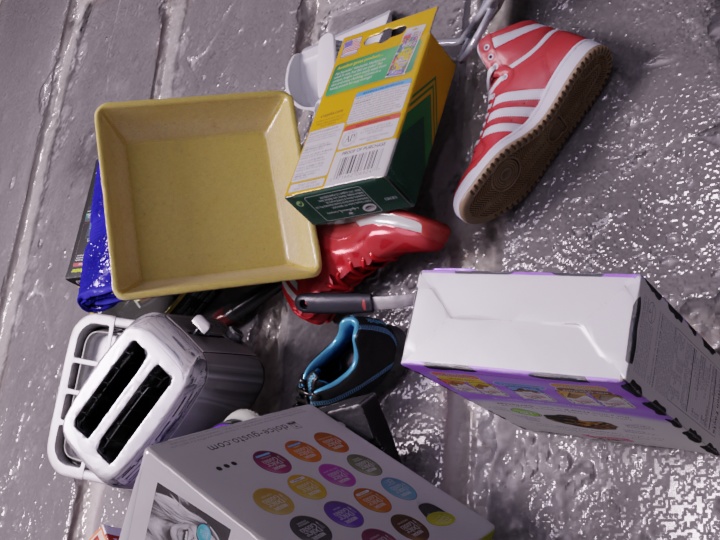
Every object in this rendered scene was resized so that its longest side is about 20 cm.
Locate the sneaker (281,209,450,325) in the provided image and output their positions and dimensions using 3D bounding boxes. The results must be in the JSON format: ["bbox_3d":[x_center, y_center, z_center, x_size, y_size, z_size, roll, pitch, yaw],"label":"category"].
[{"bbox_3d":[0.000,0.000,0.961,0.198,0.078,0.118,5,84,46],"label":"sneaker"}]

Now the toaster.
[{"bbox_3d":[-0.192,0.130,0.938,0.113,0.129,0.201,40,94,25],"label":"toaster"}]

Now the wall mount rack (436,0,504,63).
[{"bbox_3d":[0.107,-0.293,0.994,0.202,0.074,0.174,-63,8,-22],"label":"wall mount rack"}]

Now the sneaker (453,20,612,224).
[{"bbox_3d":[0.131,-0.143,0.913,0.201,0.071,0.112,-50,52,-3],"label":"sneaker"}]

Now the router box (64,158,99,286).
[{"bbox_3d":[-0.227,-0.055,1.093,0.197,0.062,0.152,-4,66,36],"label":"router box"}]

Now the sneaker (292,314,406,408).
[{"bbox_3d":[-0.040,0.124,0.913,0.073,0.082,0.201,38,96,39],"label":"sneaker"}]

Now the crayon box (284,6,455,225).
[{"bbox_3d":[0.015,-0.146,0.941,0.124,0.051,0.203,-8,54,40],"label":"crayon box"}]

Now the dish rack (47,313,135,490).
[{"bbox_3d":[-0.229,0.143,1.044,0.197,0.043,0.175,6,80,24],"label":"dish rack"}]

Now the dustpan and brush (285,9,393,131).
[{"bbox_3d":[-0.033,-0.194,1.072,0.138,0.057,0.203,-16,60,32],"label":"dustpan and brush"}]

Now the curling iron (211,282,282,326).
[{"bbox_3d":[-0.137,0.057,1.060,0.199,0.025,0.050,-39,67,13],"label":"curling iron"}]

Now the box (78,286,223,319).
[{"bbox_3d":[-0.230,-0.001,1.145,0.200,0.049,0.160,-48,47,10],"label":"box"}]

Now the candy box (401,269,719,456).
[{"bbox_3d":[0.153,0.068,0.708,0.166,0.199,0.073,1,70,38],"label":"candy box"}]

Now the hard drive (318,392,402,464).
[{"bbox_3d":[-0.049,0.199,0.869,0.198,0.038,0.142,-21,91,29],"label":"hard drive"}]

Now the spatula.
[{"bbox_3d":[0.028,0.027,0.909,0.196,0.021,0.058,-2,107,20],"label":"spatula"}]

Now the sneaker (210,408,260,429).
[{"bbox_3d":[-0.137,0.220,0.840,0.069,0.099,0.203,22,114,21],"label":"sneaker"}]

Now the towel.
[{"bbox_3d":[-0.236,-0.064,1.029,0.146,0.049,0.204,-13,63,31],"label":"towel"}]

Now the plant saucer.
[{"bbox_3d":[-0.150,-0.070,0.964,0.196,0.049,0.203,-6,71,-14],"label":"plant saucer"}]

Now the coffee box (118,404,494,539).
[{"bbox_3d":[-0.051,0.246,0.725,0.196,0.199,0.203,28,108,28],"label":"coffee box"}]

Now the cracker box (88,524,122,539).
[{"bbox_3d":[-0.170,0.332,0.880,0.058,0.133,0.201,-46,49,10],"label":"cracker box"}]
